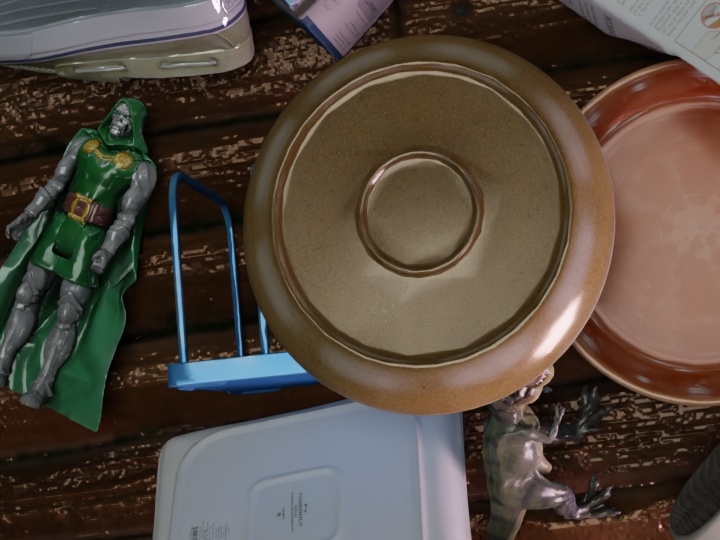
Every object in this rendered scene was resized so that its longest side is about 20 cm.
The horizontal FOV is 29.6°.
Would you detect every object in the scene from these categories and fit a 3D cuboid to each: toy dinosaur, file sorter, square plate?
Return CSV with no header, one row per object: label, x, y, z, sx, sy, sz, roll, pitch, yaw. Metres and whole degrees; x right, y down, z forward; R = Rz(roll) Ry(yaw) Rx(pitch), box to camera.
toy dinosaur,0.105,0.118,0.791,0.087,0.048,0.202,-14,125,-21
file sorter,0.000,0.000,0.785,0.197,0.139,0.125,-6,83,9
square plate,-0.035,0.146,0.771,0.195,0.201,0.029,-12,129,9

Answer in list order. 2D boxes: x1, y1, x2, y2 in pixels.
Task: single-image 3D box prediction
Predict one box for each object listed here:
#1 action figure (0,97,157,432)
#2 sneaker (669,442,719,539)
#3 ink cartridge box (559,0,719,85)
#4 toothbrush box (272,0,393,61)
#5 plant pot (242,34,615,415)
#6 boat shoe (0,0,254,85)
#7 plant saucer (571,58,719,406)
action figure,-0.181,-0.016,0.861,0.117,0.055,0.202,22,87,13
sneaker,0.274,0.103,0.755,0.106,0.075,0.200,37,108,-11
ink cartridge box,0.204,-0.196,0.779,0.200,0.057,0.163,40,94,21
toothbrush box,-0.066,-0.233,0.801,0.085,0.146,0.200,-45,82,5
plant pot,0.031,-0.028,0.702,0.197,0.027,0.203,-2,81,10
boat shoe,-0.161,-0.145,0.855,0.197,0.072,0.063,-1,131,21
plant saucer,0.200,-0.022,0.804,0.197,0.032,0.204,0,87,9
